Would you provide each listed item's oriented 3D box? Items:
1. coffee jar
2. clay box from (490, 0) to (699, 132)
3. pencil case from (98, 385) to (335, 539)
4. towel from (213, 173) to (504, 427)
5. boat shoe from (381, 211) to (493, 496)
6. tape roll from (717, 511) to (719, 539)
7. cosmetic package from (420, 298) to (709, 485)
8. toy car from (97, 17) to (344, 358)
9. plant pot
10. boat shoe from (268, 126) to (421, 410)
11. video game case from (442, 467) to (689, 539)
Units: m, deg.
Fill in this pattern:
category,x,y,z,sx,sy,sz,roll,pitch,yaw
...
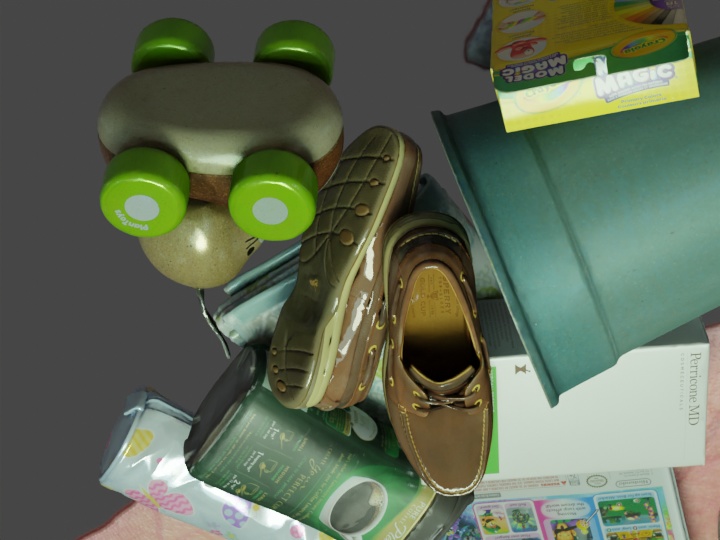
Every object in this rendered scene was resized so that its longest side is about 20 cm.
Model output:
category,x,y,z,sx,sy,sz,roll,pitch,yaw
coffee jar,-0.020,0.141,1.301,0.200,0.085,0.104,31,112,-18
clay box,0.138,-0.143,1.076,0.115,0.200,0.048,-10,120,11
pencil case,-0.100,0.162,1.375,0.200,0.083,0.091,25,138,-11
towel,0.017,0.037,1.306,0.200,0.048,0.171,-29,121,22
boat shoe,0.048,0.064,1.156,0.072,0.068,0.200,-7,115,2
tape roll,0.377,0.237,1.358,0.202,0.139,0.203,2,124,3
cosmetic package,0.137,0.079,1.252,0.200,0.085,0.108,-5,119,2
toy car,-0.088,-0.041,1.198,0.158,0.164,0.200,2,134,3
plant pot,0.170,-0.043,1.115,0.196,0.200,0.200,-22,121,4
boat shoe,0.000,0.001,1.206,0.068,0.072,0.200,10,106,-33
video game case,0.147,0.186,1.387,0.200,0.024,0.182,-7,120,19
